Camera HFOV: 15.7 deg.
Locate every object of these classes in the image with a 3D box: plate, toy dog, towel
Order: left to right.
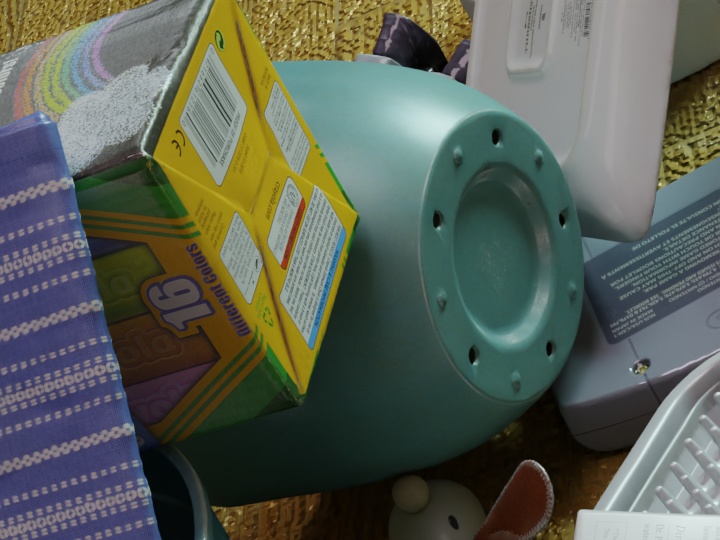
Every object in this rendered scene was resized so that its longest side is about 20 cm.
[{"bbox_3d":[-0.142,0.059,0.904,0.144,0.202,0.024,-18,-8,21],"label":"towel"},{"bbox_3d":[0.039,0.138,1.037,0.132,0.097,0.200,-43,34,-15],"label":"toy dog"},{"bbox_3d":[0.093,-0.116,1.218,0.200,0.032,0.201,-174,91,-70],"label":"plate"}]

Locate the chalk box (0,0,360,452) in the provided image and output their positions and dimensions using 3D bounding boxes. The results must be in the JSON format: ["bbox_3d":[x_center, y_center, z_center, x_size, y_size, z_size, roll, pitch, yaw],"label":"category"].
[{"bbox_3d":[-0.121,-0.004,0.998,0.199,0.124,0.125,-17,32,25],"label":"chalk box"}]

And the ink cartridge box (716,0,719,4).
[{"bbox_3d":[0.262,-0.182,1.186,0.145,0.085,0.200,2,17,33],"label":"ink cartridge box"}]

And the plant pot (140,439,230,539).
[{"bbox_3d":[-0.099,0.197,0.998,0.199,0.188,0.201,-23,33,16],"label":"plant pot"}]

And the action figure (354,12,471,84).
[{"bbox_3d":[-0.002,-0.034,1.329,0.130,0.069,0.200,20,67,44],"label":"action figure"}]

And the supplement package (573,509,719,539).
[{"bbox_3d":[0.164,0.161,0.823,0.198,0.120,0.122,1,42,12],"label":"supplement package"}]

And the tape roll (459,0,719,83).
[{"bbox_3d":[0.146,-0.181,1.383,0.201,0.071,0.203,-23,33,16],"label":"tape roll"}]

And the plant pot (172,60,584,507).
[{"bbox_3d":[0.000,0.000,1.134,0.160,0.201,0.201,-6,42,37],"label":"plant pot"}]

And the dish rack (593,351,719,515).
[{"bbox_3d":[0.165,0.070,0.950,0.200,0.044,0.172,-28,18,47],"label":"dish rack"}]

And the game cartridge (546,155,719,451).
[{"bbox_3d":[0.170,0.000,1.160,0.199,0.042,0.134,-29,37,8],"label":"game cartridge"}]
